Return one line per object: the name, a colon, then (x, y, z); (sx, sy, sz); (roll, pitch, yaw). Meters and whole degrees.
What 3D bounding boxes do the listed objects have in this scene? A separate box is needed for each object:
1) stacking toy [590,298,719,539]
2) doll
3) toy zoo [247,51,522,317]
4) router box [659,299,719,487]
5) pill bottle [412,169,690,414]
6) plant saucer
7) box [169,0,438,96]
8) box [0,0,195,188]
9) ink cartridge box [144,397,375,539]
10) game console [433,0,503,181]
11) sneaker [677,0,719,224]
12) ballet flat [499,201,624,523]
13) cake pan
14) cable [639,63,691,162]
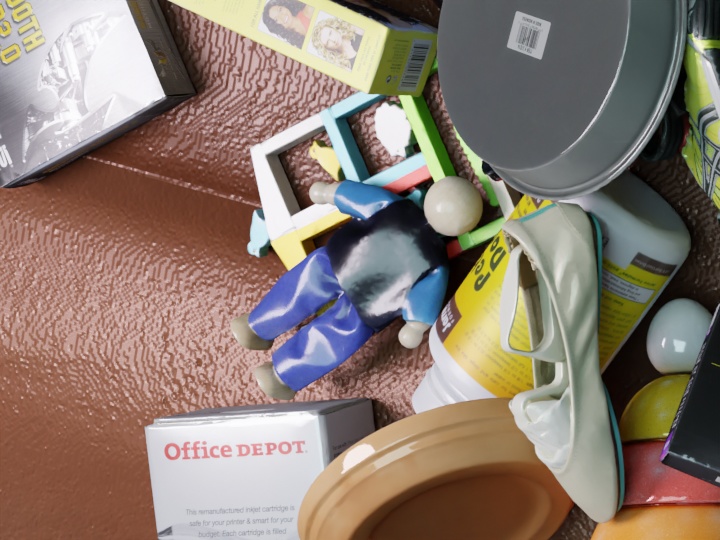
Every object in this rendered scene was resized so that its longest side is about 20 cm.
stacking toy: (0.206, 0.117, 1.644); (0.145, 0.146, 0.202); (-4, 82, 26)
doll: (0.000, 0.000, 1.744); (0.200, 0.048, 0.137); (-37, 69, 24)
toy zoo: (0.006, -0.053, 1.776); (0.199, 0.020, 0.132); (-26, 84, 26)
router box: (0.301, 0.083, 1.573); (0.199, 0.051, 0.150); (22, 79, 7)
pill bottle: (0.118, 0.028, 1.680); (0.109, 0.109, 0.201); (41, 110, 17)
plant saucer: (0.058, 0.154, 1.675); (0.200, 0.200, 0.038); (-36, 53, 24)
box: (-0.047, -0.177, 1.748); (0.199, 0.075, 0.050); (26, 106, 27)
box: (-0.226, -0.182, 1.860); (0.158, 0.048, 0.201); (-25, 84, 26)
ink cartridge box: (-0.060, 0.193, 1.797); (0.143, 0.084, 0.202); (-5, 94, 26)
game console: (0.108, -0.189, 1.633); (0.118, 0.173, 0.200); (31, 131, -17)
sneaker: (0.225, -0.085, 1.577); (0.076, 0.076, 0.201); (5, 134, 39)
ballet flat: (0.118, 0.059, 1.590); (0.069, 0.069, 0.202); (-4, 95, 26)
cake pan: (0.116, -0.144, 1.575); (0.200, 0.037, 0.202); (-9, 79, 50)
cable: (0.194, -0.152, 1.676); (0.097, 0.050, 0.201); (-42, 64, 41)
